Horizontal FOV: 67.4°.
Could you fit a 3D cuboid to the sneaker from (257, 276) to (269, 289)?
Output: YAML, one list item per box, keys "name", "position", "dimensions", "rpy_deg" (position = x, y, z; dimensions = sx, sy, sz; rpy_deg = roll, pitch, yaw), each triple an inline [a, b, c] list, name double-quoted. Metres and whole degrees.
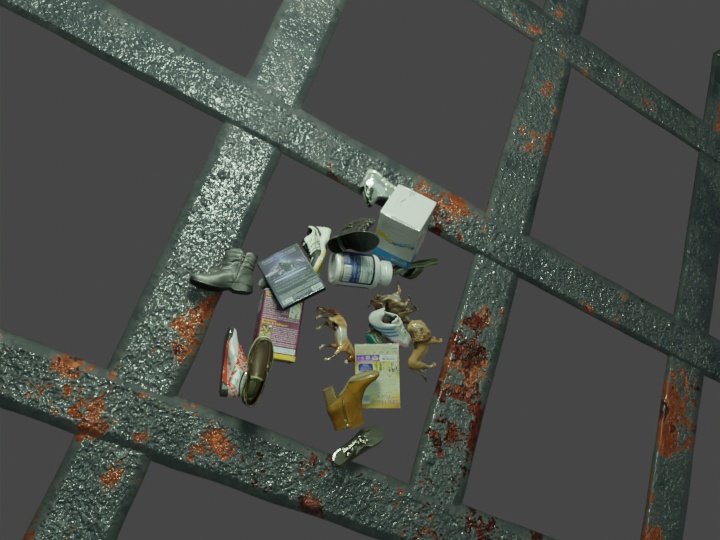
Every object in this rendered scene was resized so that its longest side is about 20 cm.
- name: "sneaker"
  position: [-0.220, 0.042, 1.683]
  dimensions: [0.196, 0.075, 0.084]
  rpy_deg: [-7, 76, -23]

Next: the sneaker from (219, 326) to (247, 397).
- name: "sneaker"
  position: [-0.353, 0.272, 1.595]
  dimensions: [0.106, 0.067, 0.206]
  rpy_deg: [7, 80, -20]

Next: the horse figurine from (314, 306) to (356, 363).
- name: "horse figurine"
  position: [-0.081, 0.203, 1.718]
  dimensions: [0.131, 0.050, 0.204]
  rpy_deg: [-6, 75, -34]

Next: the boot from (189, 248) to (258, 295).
- name: "boot"
  position: [-0.413, -0.005, 1.634]
  dimensions: [0.197, 0.069, 0.134]
  rpy_deg: [12, 72, -30]

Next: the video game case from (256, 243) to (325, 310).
- name: "video game case"
  position: [-0.210, 0.015, 1.616]
  dimensions: [0.141, 0.019, 0.201]
  rpy_deg: [-25, 53, -15]

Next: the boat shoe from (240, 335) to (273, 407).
- name: "boat shoe"
  position: [-0.286, 0.288, 1.522]
  dimensions: [0.073, 0.075, 0.206]
  rpy_deg: [11, 99, -16]

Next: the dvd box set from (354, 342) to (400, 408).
- name: "dvd box set"
  position: [0.054, 0.334, 1.714]
  dimensions: [0.143, 0.029, 0.205]
  rpy_deg: [-2, 87, 6]

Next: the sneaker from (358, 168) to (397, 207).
- name: "sneaker"
  position: [0.078, -0.249, 1.869]
  dimensions: [0.199, 0.075, 0.116]
  rpy_deg: [36, 74, 0]

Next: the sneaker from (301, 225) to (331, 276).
- name: "sneaker"
  position: [-0.151, -0.062, 1.717]
  dimensions: [0.086, 0.076, 0.202]
  rpy_deg: [14, 44, -6]

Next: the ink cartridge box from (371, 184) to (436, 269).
- name: "ink cartridge box"
  position: [0.139, -0.140, 1.758]
  dimensions: [0.143, 0.202, 0.148]
  rpy_deg: [26, 54, 10]

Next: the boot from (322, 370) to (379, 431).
- name: "boot"
  position: [-0.010, 0.406, 1.676]
  dimensions: [0.198, 0.071, 0.146]
  rpy_deg: [-22, 93, 5]

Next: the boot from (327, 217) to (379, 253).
- name: "boot"
  position: [0.000, -0.125, 1.719]
  dimensions: [0.174, 0.197, 0.070]
  rpy_deg: [-47, 126, -49]

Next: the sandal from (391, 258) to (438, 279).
- name: "sandal"
  position: [0.184, -0.001, 1.853]
  dimensions: [0.197, 0.080, 0.059]
  rpy_deg: [-11, 97, -23]

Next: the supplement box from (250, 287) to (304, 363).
- name: "supplement box"
  position: [-0.252, 0.170, 1.633]
  dimensions: [0.128, 0.103, 0.204]
  rpy_deg: [12, 76, -16]

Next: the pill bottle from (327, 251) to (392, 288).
- name: "pill bottle"
  position: [0.000, 0.000, 1.760]
  dimensions: [0.196, 0.111, 0.113]
  rpy_deg: [7, 77, -20]

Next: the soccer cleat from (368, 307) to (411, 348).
- name: "soccer cleat"
  position: [0.113, 0.189, 1.754]
  dimensions: [0.199, 0.086, 0.071]
  rpy_deg: [34, 39, -30]

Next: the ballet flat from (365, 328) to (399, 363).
- name: "ballet flat"
  position: [0.086, 0.279, 1.767]
  dimensions: [0.075, 0.068, 0.203]
  rpy_deg: [-22, 86, -39]

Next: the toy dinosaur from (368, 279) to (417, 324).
- name: "toy dinosaur"
  position: [0.109, 0.129, 1.793]
  dimensions: [0.134, 0.086, 0.201]
  rpy_deg: [-34, 115, -1]

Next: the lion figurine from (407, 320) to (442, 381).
- name: "lion figurine"
  position: [0.194, 0.265, 1.773]
  dimensions: [0.121, 0.072, 0.204]
  rpy_deg: [9, 93, -30]

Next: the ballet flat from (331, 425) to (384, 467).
- name: "ballet flat"
  position: [-0.008, 0.551, 1.687]
  dimensions: [0.198, 0.047, 0.067]
  rpy_deg: [-28, 59, -29]
